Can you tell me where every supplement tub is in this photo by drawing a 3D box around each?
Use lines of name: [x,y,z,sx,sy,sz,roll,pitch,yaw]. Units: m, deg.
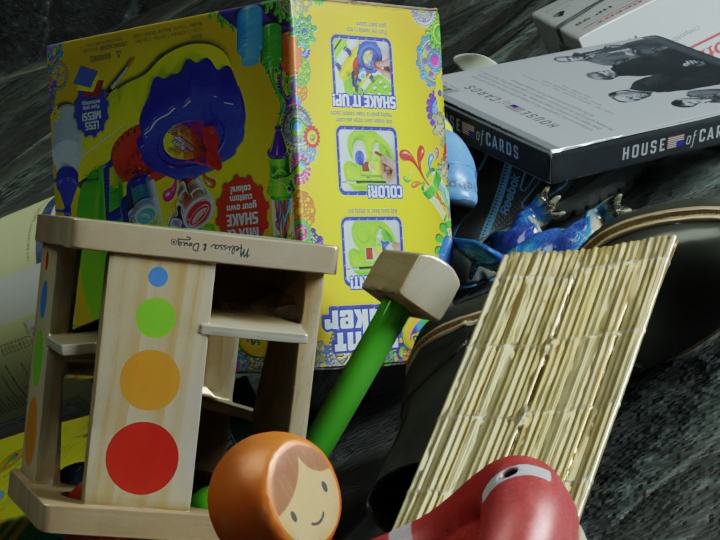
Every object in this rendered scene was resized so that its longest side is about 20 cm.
supplement tub: [-0.224,0.039,1.450,0.199,0.146,0.145,-20,16,22]

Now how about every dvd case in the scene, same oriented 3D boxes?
dvd case: [0.148,-0.101,1.338,0.199,0.025,0.150,-14,26,-30]

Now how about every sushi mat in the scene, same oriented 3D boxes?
sushi mat: [0.073,0.064,0.980,0.095,0.012,0.201,-4,46,35]

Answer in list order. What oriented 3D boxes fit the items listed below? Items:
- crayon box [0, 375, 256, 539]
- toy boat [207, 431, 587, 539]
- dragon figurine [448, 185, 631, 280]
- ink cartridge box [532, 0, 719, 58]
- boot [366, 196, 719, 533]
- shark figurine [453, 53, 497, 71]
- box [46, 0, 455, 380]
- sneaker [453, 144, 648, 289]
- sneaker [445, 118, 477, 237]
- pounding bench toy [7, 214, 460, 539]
crayon box: [-0.157,0.126,1.229,0.199,0.051,0.127,-15,19,36]
toy boat: [-0.013,0.121,0.849,0.199,0.131,0.131,-24,15,10]
dragon figurine: [0.087,0.001,1.209,0.099,0.059,0.200,-28,19,-29]
ink cartridge box: [0.204,-0.167,1.577,0.115,0.067,0.200,-26,15,-1]
boot: [0.100,0.052,1.035,0.199,0.078,0.139,-30,18,28]
shark figurine: [0.067,-0.095,1.520,0.213,0.129,0.090,7,-18,17]
box: [-0.061,-0.040,1.233,0.199,0.194,0.122,-5,-2,43]
sneaker: [0.107,-0.066,1.371,0.200,0.082,0.073,-36,16,-35]
sneaker: [0.000,0.000,1.294,0.200,0.066,0.079,-51,44,31]
pounding bench toy: [-0.057,0.061,1.058,0.199,0.157,0.124,5,1,-16]
